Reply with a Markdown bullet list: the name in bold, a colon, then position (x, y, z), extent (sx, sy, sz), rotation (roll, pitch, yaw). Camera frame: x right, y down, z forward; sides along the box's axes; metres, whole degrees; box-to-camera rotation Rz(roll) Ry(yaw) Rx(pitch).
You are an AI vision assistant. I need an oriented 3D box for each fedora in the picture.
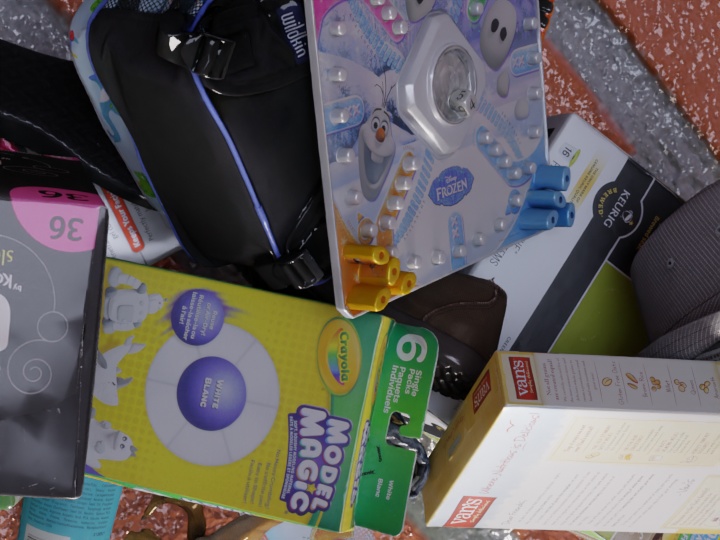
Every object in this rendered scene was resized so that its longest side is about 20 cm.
- **fedora**: position (0.228, -0.003, 0.885), extent (0.176, 0.200, 0.091), rotation (0, 63, -43)

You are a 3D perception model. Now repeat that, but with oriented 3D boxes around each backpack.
- **backpack**: position (-0.045, -0.120, 0.840), extent (0.200, 0.146, 0.184), rotation (-50, 135, -28)

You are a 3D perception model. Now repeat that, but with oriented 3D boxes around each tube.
- **tube**: position (-0.164, 0.105, 0.933), extent (0.077, 0.050, 0.202), rotation (11, 103, -14)

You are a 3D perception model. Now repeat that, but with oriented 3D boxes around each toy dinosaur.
- **toy dinosaur**: position (-0.088, 0.174, 0.959), extent (0.106, 0.060, 0.201), rotation (34, 124, 2)

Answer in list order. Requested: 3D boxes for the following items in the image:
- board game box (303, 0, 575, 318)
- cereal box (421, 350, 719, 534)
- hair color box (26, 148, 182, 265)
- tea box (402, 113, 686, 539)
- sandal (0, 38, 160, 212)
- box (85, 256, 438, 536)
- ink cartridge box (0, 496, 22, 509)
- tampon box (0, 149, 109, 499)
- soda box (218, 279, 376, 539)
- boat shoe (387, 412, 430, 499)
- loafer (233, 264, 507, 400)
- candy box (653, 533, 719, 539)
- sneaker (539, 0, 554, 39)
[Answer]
- **board game box**: position (0.049, -0.097, 0.825), extent (0.199, 0.026, 0.203), rotation (-22, 112, -48)
- **cereal box**: position (0.145, 0.098, 0.874), extent (0.197, 0.144, 0.040), rotation (5, 55, -15)
- **hair color box**: position (-0.149, -0.056, 0.957), extent (0.199, 0.064, 0.112), rotation (-28, 100, -16)
- **tea box**: position (0.130, 0.040, 1.005), extent (0.196, 0.133, 0.201), rotation (37, 81, -13)
- **sandal**: position (-0.180, -0.085, 0.884), extent (0.198, 0.045, 0.076), rotation (23, 49, -23)
- **box**: position (-0.064, 0.067, 0.841), extent (0.198, 0.048, 0.119), rotation (11, 87, 9)
- **ink cartridge box**: position (-0.282, 0.051, 0.872), extent (0.197, 0.084, 0.148), rotation (0, 98, 0)
- **tampon box**: position (-0.199, 0.012, 0.717), extent (0.148, 0.200, 0.128), rotation (4, 97, -15)
- **soda box**: position (-0.062, 0.106, 0.982), extent (0.063, 0.068, 0.202), rotation (-29, 98, -14)
- **boat shoe**: position (-0.059, 0.086, 0.892), extent (0.198, 0.091, 0.072), rotation (9, 99, -17)
- **loafer**: position (0.000, 0.000, 0.909), extent (0.199, 0.073, 0.071), rotation (31, 70, 17)
- **candy box**: position (0.248, 0.122, 1.099), extent (0.102, 0.026, 0.201), rotation (31, 82, -18)
- **sneaker**: position (0.071, -0.103, 0.996), extent (0.075, 0.079, 0.202), rotation (24, 69, 2)
